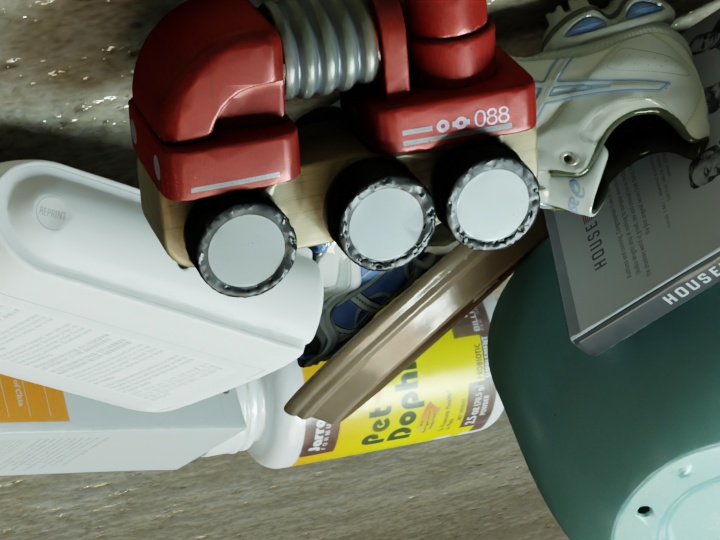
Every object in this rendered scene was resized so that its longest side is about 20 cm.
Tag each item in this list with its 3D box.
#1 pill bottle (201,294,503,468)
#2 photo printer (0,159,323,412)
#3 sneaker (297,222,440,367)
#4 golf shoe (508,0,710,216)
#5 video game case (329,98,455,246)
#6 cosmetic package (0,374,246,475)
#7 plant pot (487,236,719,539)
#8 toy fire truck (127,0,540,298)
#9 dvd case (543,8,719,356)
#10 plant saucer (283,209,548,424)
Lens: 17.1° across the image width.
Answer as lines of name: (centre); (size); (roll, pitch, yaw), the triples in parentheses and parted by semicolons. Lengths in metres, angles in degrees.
pill bottle: (-0.014, 0.063, 1.506); (0.200, 0.109, 0.109); (-9, 162, -23)
photo printer: (-0.145, 0.008, 1.205); (0.200, 0.069, 0.166); (18, 155, -32)
sneaker: (0.000, 0.000, 1.297); (0.077, 0.076, 0.200); (-7, 162, -10)
golf shoe: (0.076, -0.063, 1.169); (0.200, 0.097, 0.078); (-24, 154, -2)
video game case: (0.035, -0.060, 1.313); (0.200, 0.024, 0.182); (2, 155, -43)
cosmetic package: (-0.169, 0.059, 1.369); (0.071, 0.101, 0.200); (-31, 159, 37)
plant pot: (0.179, 0.082, 1.264); (0.201, 0.161, 0.201); (-4, 129, -5)
toy fire truck: (-0.009, -0.100, 1.036); (0.176, 0.200, 0.129); (-10, -154, -14)
dvd case: (0.177, -0.064, 1.189); (0.200, 0.150, 0.025); (-34, 131, 26)
plant saucer: (0.040, 0.021, 1.332); (0.200, 0.029, 0.200); (-41, 175, -4)
